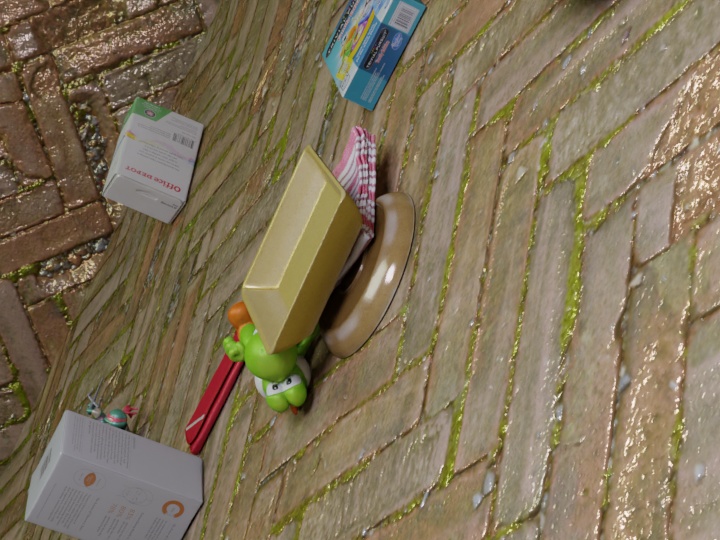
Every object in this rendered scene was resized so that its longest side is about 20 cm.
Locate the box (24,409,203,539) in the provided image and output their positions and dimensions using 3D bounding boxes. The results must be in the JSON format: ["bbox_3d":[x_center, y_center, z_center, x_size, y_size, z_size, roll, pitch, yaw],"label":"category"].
[{"bbox_3d":[-0.323,0.288,1.942,0.125,0.199,0.098,-58,20,24],"label":"box"}]

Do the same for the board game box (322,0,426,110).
[{"bbox_3d":[0.013,-0.315,1.946,0.151,0.047,0.200,-61,20,17],"label":"board game box"}]

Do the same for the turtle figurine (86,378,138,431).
[{"bbox_3d":[-0.418,0.287,2.372,0.150,0.100,0.201,-75,-2,-69],"label":"turtle figurine"}]

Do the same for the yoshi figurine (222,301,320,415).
[{"bbox_3d":[-0.102,0.083,1.720,0.113,0.112,0.200,-55,24,16],"label":"yoshi figurine"}]

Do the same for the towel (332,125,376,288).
[{"bbox_3d":[-0.029,-0.059,1.713,0.146,0.030,0.200,-54,23,37],"label":"towel"}]

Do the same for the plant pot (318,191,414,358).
[{"bbox_3d":[0.000,0.000,1.652,0.200,0.027,0.200,-53,24,35],"label":"plant pot"}]

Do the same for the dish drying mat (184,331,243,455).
[{"bbox_3d":[-0.192,0.153,2.022,0.201,0.018,0.077,-63,18,14],"label":"dish drying mat"}]

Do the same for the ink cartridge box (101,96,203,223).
[{"bbox_3d":[-0.394,-0.209,2.802,0.088,0.145,0.201,-48,27,46],"label":"ink cartridge box"}]

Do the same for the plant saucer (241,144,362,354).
[{"bbox_3d":[-0.061,-0.021,1.658,0.201,0.048,0.200,-65,22,13],"label":"plant saucer"}]
